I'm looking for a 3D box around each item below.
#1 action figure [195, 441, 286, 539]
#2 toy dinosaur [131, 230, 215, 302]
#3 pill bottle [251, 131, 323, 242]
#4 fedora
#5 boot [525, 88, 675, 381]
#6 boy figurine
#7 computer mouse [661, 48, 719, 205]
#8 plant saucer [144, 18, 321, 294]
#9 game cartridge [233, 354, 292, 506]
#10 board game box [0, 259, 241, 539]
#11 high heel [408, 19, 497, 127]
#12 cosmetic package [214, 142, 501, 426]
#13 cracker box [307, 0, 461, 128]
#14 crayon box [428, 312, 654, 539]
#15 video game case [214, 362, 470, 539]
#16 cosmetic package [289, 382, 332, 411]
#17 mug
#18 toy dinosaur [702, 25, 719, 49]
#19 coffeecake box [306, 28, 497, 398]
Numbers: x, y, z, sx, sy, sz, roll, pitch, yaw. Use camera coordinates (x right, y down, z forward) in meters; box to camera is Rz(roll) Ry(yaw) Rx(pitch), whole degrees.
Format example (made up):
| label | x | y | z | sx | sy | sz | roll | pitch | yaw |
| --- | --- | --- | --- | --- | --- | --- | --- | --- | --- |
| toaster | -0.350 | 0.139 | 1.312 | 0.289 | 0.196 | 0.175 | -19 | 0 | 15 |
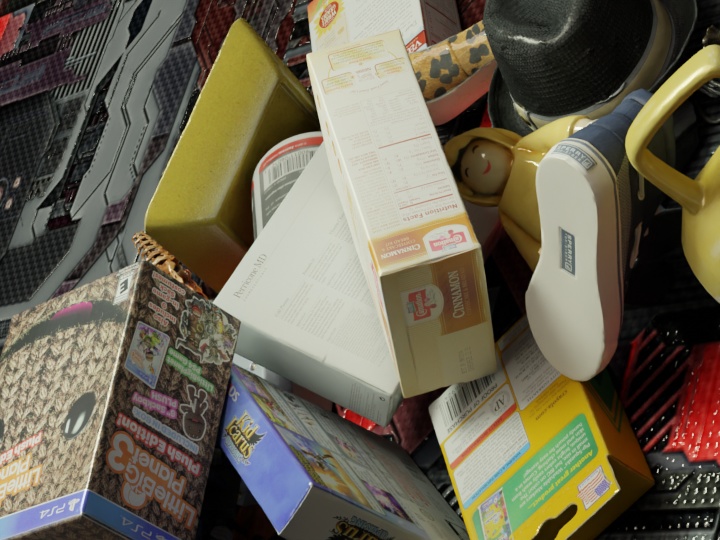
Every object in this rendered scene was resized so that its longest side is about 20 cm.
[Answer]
| label | x | y | z | sx | sy | sz | roll | pitch | yaw |
| --- | --- | --- | --- | --- | --- | --- | --- | --- | --- |
| action figure | -0.094 | 0.210 | 1.546 | 0.200 | 0.192 | 0.105 | -69 | -8 | -54 |
| toy dinosaur | -0.171 | 0.055 | 1.917 | 0.135 | 0.102 | 0.201 | -34 | 33 | 20 |
| pill bottle | -0.028 | -0.007 | 1.731 | 0.116 | 0.116 | 0.201 | -39 | 37 | 29 |
| fedora | 0.149 | -0.179 | 1.572 | 0.200 | 0.092 | 0.201 | -30 | 35 | 23 |
| boot | 0.162 | -0.019 | 1.382 | 0.073 | 0.201 | 0.090 | 36 | 57 | 29 |
| boy figurine | 0.137 | -0.054 | 1.491 | 0.200 | 0.064 | 0.125 | 34 | 118 | 38 |
| computer mouse | 0.187 | -0.084 | 1.551 | 0.138 | 0.053 | 0.201 | 22 | 83 | 58 |
| plant saucer | -0.088 | -0.084 | 1.845 | 0.048 | 0.200 | 0.201 | 17 | 77 | 27 |
| game cartridge | -0.109 | 0.148 | 1.699 | 0.133 | 0.040 | 0.201 | -32 | 41 | 42 |
| board game box | -0.187 | 0.118 | 1.509 | 0.159 | 0.097 | 0.201 | -22 | 46 | 40 |
| high heel | 0.074 | -0.188 | 1.739 | 0.199 | 0.071 | 0.143 | 23 | 88 | 28 |
| cosmetic package | 0.000 | 0.000 | 1.609 | 0.200 | 0.150 | 0.052 | -57 | -12 | -32 |
| cracker box | 0.022 | -0.199 | 1.878 | 0.134 | 0.058 | 0.201 | -40 | 35 | 29 |
| crayon box | 0.123 | 0.129 | 1.463 | 0.126 | 0.051 | 0.200 | -45 | 33 | 22 |
| video game case | -0.011 | 0.153 | 1.508 | 0.046 | 0.181 | 0.200 | -55 | 31 | 8 |
| cosmetic package | -0.095 | 0.196 | 1.721 | 0.151 | 0.052 | 0.201 | -32 | 40 | 40 |
| mug | 0.264 | -0.058 | 1.318 | 0.153 | 0.187 | 0.149 | -47 | -5 | 34 |
| toy dinosaur | 0.300 | -0.164 | 1.455 | 0.102 | 0.077 | 0.201 | 26 | 75 | 33 |
| coffeecake box | 0.029 | -0.039 | 1.497 | 0.073 | 0.154 | 0.201 | -16 | 55 | -3 |
